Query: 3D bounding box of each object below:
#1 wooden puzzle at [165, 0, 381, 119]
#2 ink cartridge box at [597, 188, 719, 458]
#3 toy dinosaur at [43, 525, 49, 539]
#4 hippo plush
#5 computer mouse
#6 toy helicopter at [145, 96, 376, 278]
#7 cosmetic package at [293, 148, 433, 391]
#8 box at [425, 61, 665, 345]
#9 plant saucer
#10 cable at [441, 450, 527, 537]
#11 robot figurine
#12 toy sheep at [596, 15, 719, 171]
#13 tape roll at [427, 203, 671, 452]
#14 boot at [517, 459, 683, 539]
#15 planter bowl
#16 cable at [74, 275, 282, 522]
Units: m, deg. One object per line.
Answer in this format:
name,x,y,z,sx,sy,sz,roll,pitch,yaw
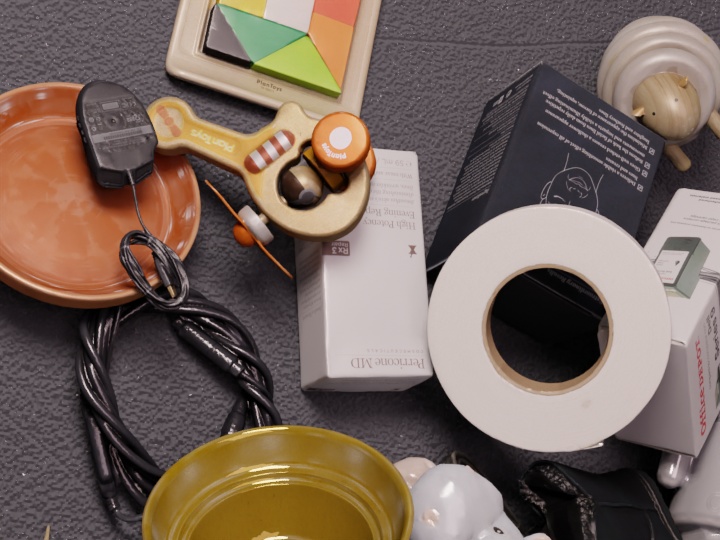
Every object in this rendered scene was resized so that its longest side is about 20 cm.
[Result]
wooden puzzle,-0.069,-0.239,1.134,0.184,0.037,0.202,16,70,-19
ink cartridge box,0.296,0.046,1.136,0.200,0.083,0.147,-52,139,-36
toy dinosaur,-0.214,0.282,0.897,0.058,0.101,0.202,-8,77,-35
hippo plush,0.053,0.238,0.990,0.159,0.161,0.201,-28,88,-27
computer mouse,-0.180,-0.059,0.988,0.058,0.034,0.202,-11,74,-27
toy helicopter,-0.090,-0.080,1.015,0.199,0.079,0.133,22,83,8
cosmetic package,0.000,0.000,1.081,0.101,0.074,0.202,1,75,-23
box,0.169,-0.059,1.151,0.148,0.107,0.201,30,66,-15
plant saucer,-0.227,-0.059,0.999,0.199,0.032,0.202,13,57,-20
cable,0.149,0.235,1.089,0.097,0.050,0.201,-13,71,-58
robot figurine,0.353,0.195,1.160,0.169,0.113,0.201,27,67,-13
toy sheep,0.296,-0.183,1.229,0.137,0.138,0.200,29,25,-14
tape roll,0.154,0.047,1.027,0.201,0.037,0.205,1,97,12
boot,0.222,0.253,1.056,0.167,0.076,0.201,11,47,-48
planter bowl,-0.059,0.210,0.934,0.199,0.200,0.084,-19,125,-26
cable,-0.146,0.094,1.004,0.162,0.051,0.202,-10,80,-26
